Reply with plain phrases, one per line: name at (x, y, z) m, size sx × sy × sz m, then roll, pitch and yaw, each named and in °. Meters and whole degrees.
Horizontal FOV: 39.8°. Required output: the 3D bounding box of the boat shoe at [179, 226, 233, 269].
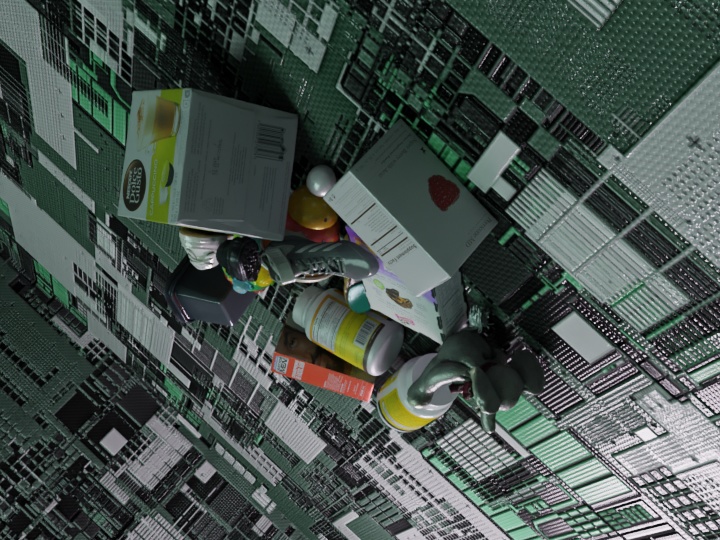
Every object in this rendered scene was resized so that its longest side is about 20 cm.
boat shoe at (-0.259, -0.034, 1.673) m, size 0.070 × 0.070 × 0.200 m, roll 14°, pitch -178°, yaw 8°

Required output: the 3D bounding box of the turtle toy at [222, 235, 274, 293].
turtle toy at (-0.203, -0.016, 1.895) m, size 0.146 × 0.101 × 0.200 m, roll 56°, pitch -160°, yaw 14°

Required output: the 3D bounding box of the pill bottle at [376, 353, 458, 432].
pill bottle at (0.107, 0.223, 1.821) m, size 0.114 × 0.114 × 0.200 m, roll 43°, pitch 156°, yaw 2°

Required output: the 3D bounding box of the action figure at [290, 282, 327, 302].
action figure at (-0.093, 0.091, 1.979) m, size 0.130 × 0.069 × 0.201 m, roll 43°, pitch 141°, yaw 19°

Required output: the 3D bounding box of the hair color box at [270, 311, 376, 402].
hair color box at (-0.061, 0.164, 1.899) m, size 0.198 × 0.112 × 0.064 m, roll 16°, pitch 134°, yaw 2°

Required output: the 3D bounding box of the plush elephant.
plush elephant at (0.194, 0.175, 1.559) m, size 0.155 × 0.163 × 0.201 m, roll 56°, pitch 141°, yaw 37°

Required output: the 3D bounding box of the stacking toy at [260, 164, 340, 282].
stacking toy at (-0.082, -0.092, 1.636) m, size 0.146 × 0.146 × 0.201 m, roll 36°, pitch 139°, yaw 16°

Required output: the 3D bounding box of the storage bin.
storage bin at (-0.277, 0.026, 2.020) m, size 0.133 × 0.201 × 0.146 m, roll 15°, pitch 144°, yaw 30°

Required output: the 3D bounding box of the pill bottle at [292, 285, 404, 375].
pill bottle at (-0.026, 0.104, 1.832) m, size 0.199 × 0.109 × 0.110 m, roll 27°, pitch 151°, yaw 25°

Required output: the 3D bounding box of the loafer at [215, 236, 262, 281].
loafer at (-0.201, -0.019, 1.601) m, size 0.070 × 0.069 × 0.201 m, roll 17°, pitch 173°, yaw 0°

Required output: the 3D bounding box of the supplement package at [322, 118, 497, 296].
supplement package at (0.069, -0.085, 1.392) m, size 0.200 × 0.121 × 0.120 m, roll 46°, pitch 155°, yaw -5°

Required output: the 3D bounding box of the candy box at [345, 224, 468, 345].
candy box at (0.077, 0.005, 1.580) m, size 0.167 × 0.072 × 0.201 m, roll 26°, pitch 149°, yaw 33°

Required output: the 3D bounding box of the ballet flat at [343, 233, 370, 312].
ballet flat at (0.000, 0.000, 1.713) m, size 0.201 × 0.068 × 0.064 m, roll 88°, pitch 170°, yaw -58°

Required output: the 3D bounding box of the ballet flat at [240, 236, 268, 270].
ballet flat at (-0.188, -0.072, 1.757) m, size 0.200 × 0.069 × 0.070 m, roll 46°, pitch 156°, yaw 7°

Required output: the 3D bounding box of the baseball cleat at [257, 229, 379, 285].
baseball cleat at (-0.070, -0.006, 1.545) m, size 0.198 × 0.107 × 0.070 m, roll 11°, pitch 132°, yaw 33°

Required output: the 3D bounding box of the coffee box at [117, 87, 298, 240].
coffee box at (-0.241, -0.165, 1.556) m, size 0.198 × 0.202 × 0.197 m, roll 6°, pitch -177°, yaw -41°
